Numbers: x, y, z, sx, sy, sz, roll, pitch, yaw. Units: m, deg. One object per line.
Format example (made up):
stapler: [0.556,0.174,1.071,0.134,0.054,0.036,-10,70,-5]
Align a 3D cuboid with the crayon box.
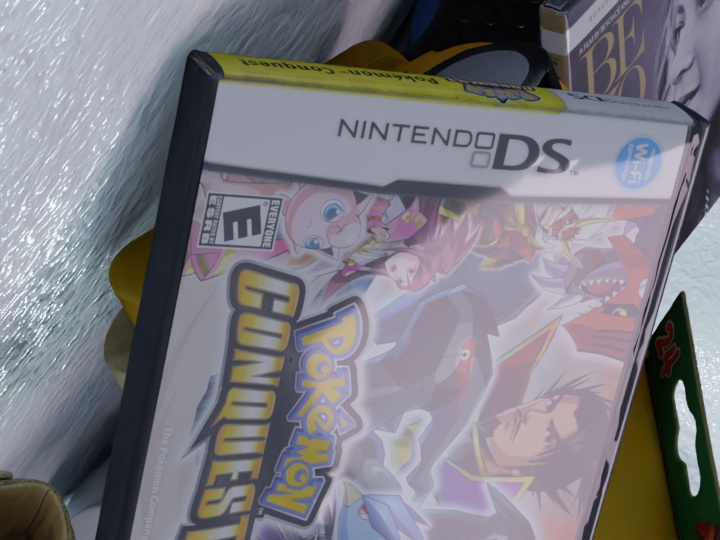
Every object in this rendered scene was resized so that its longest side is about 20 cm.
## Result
crayon box: [0.075,0.110,0.827,0.200,0.051,0.127,121,-25,-43]

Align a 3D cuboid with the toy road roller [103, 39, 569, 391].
toy road roller: [-0.001,-0.005,0.756,0.200,0.123,0.146,-31,-150,-7]

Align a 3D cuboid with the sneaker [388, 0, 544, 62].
sneaker: [0.051,-0.102,0.891,0.200,0.066,0.078,-58,176,34]

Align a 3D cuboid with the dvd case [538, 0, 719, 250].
dvd case: [0.127,-0.073,0.900,0.149,0.016,0.200,-47,144,-35]

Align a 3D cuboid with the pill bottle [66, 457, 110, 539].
pill bottle: [-0.075,0.132,0.957,0.120,0.120,0.200,-55,171,13]

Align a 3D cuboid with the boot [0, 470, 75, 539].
boot: [-0.137,0.132,0.744,0.156,0.073,0.200,-58,168,28]

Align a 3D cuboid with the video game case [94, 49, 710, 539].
video game case: [0.012,0.033,0.676,0.026,0.180,0.201,45,-53,57]
